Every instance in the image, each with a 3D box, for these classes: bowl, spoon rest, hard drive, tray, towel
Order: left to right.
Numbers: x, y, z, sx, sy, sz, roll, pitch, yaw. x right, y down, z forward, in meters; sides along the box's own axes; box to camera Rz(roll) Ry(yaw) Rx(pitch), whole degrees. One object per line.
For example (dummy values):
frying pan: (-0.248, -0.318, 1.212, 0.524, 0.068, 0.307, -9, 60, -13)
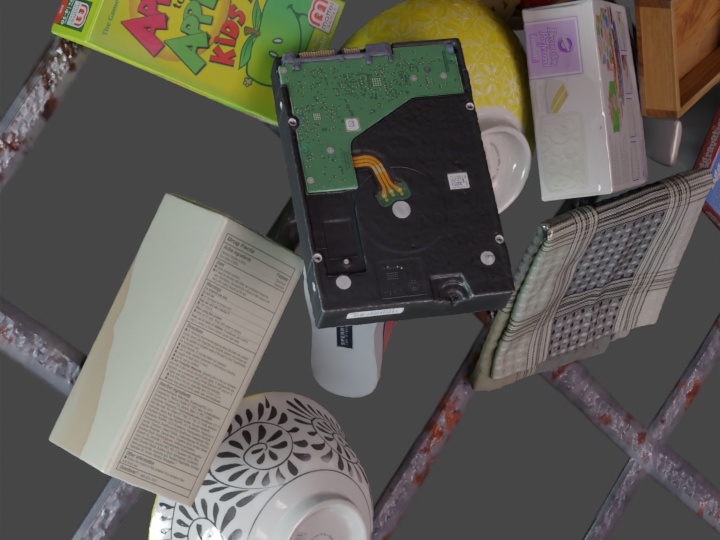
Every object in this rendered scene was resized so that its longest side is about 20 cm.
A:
bowl: (-0.055, 0.202, 1.688, 0.200, 0.094, 0.202, -14, 113, -37)
hard drive: (0.020, -0.062, 1.530, 0.139, 0.038, 0.201, -6, 68, -13)
bowl: (0.067, -0.096, 1.652, 0.199, 0.108, 0.201, -19, 128, -26)
towel: (0.193, 0.013, 1.820, 0.192, 0.035, 0.201, -19, 145, -35)
tray: (0.284, -0.209, 1.837, 0.200, 0.037, 0.099, -40, 129, -51)
spoon rest: (0.298, -0.121, 1.917, 0.199, 0.060, 0.100, -7, 110, -53)

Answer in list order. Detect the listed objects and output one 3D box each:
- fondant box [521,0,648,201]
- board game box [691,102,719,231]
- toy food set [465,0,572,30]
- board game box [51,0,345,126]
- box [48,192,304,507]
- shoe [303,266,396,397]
fondant box: (0.177, -0.132, 1.708, 0.200, 0.058, 0.145, -17, 101, -75)
board game box: (0.340, -0.137, 1.898, 0.103, 0.019, 0.201, 37, 74, -55)
toy food set: (0.133, -0.285, 1.717, 0.199, 0.049, 0.199, -3, 106, -39)
board game box: (-0.110, -0.178, 1.545, 0.199, 0.047, 0.102, 20, 91, -43)
box: (-0.131, 0.057, 1.585, 0.095, 0.078, 0.201, 30, 84, -42)
shoe: (0.000, 0.000, 1.636, 0.201, 0.071, 0.091, 95, 9, -50)
